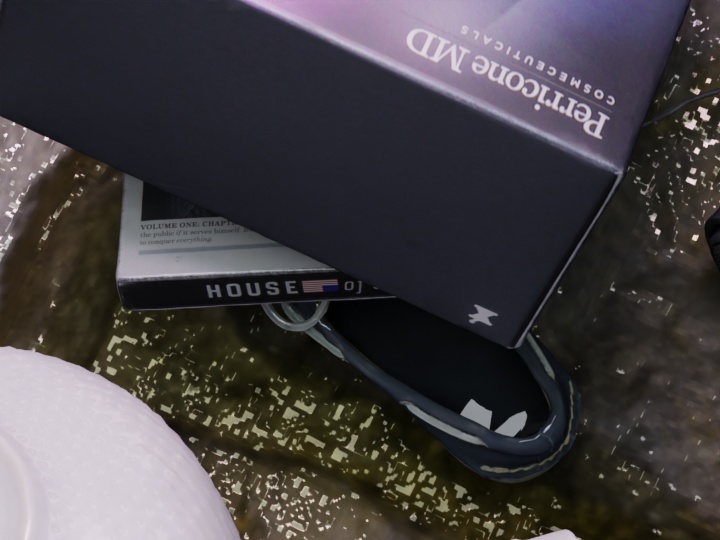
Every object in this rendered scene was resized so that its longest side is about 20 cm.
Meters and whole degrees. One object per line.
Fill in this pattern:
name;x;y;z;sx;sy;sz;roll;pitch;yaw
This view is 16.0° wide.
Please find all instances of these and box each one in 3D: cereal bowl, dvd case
cereal bowl;-0.138;0.103;0.817;0.200;0.083;0.200;-5;54;7
dvd case;-0.009;-0.075;0.942;0.150;0.025;0.200;-3;55;4

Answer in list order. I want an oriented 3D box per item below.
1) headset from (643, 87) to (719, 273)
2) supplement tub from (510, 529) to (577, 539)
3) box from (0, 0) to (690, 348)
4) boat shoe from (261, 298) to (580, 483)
headset;0.166;-0.033;0.950;0.200;0.094;0.124;23;80;-7
supplement tub;-0.005;0.176;0.870;0.200;0.132;0.132;-17;77;-1
box;0.010;-0.115;0.849;0.200;0.123;0.198;24;58;-1
boat shoe;0.000;0.000;0.944;0.075;0.062;0.200;-41;78;-6
